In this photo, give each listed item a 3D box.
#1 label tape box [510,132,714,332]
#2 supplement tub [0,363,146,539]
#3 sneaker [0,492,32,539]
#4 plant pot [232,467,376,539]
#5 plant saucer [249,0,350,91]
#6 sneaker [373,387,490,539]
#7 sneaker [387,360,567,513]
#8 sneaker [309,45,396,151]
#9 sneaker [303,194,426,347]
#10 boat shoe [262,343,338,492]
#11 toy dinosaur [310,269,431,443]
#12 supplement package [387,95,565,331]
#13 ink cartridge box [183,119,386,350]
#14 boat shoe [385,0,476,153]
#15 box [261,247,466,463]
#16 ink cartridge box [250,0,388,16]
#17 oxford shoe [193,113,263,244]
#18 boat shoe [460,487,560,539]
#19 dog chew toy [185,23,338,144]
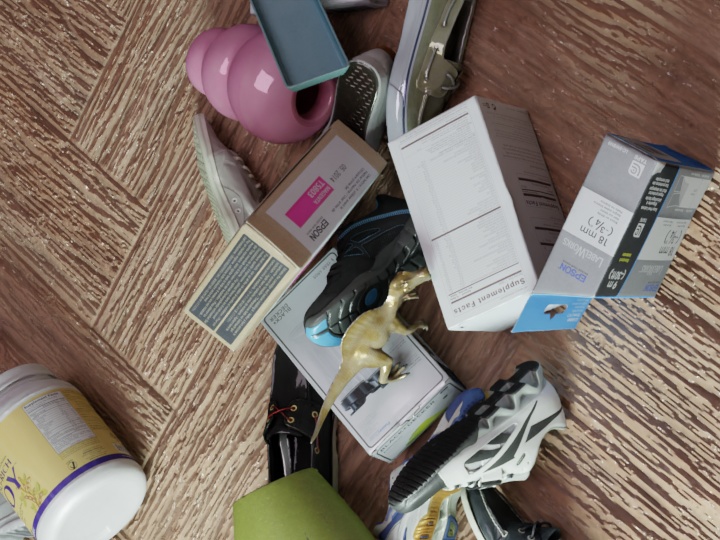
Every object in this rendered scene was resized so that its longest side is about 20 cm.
[{"bbox_3d":[0.235,-0.018,1.423,0.063,0.144,0.201,31,106,29],"label":"label tape box"},{"bbox_3d":[-0.362,0.221,1.824,0.200,0.145,0.146,45,112,27],"label":"supplement tub"},{"bbox_3d":[-0.453,0.302,1.940,0.199,0.075,0.082,-19,63,26],"label":"sneaker"},{"bbox_3d":[-0.048,0.310,1.566,0.187,0.187,0.201,-30,77,30],"label":"plant pot"},{"bbox_3d":[-0.071,-0.262,1.616,0.070,0.019,0.201,-20,51,-3],"label":"plant saucer"},{"bbox_3d":[0.068,0.204,1.572,0.088,0.075,0.201,28,96,49],"label":"sneaker"},{"bbox_3d":[0.119,0.182,1.488,0.200,0.074,0.089,-38,105,-11],"label":"sneaker"},{"bbox_3d":[-0.001,-0.148,1.647,0.073,0.085,0.201,31,127,10],"label":"sneaker"},{"bbox_3d":[0.000,0.000,1.573,0.082,0.200,0.073,28,145,26],"label":"sneaker"},{"bbox_3d":[-0.068,0.168,1.674,0.073,0.063,0.203,-10,81,36],"label":"boat shoe"},{"bbox_3d":[0.007,0.076,1.520,0.058,0.101,0.201,37,98,31],"label":"toy dinosaur"},{"bbox_3d":[0.125,-0.052,1.519,0.113,0.109,0.201,-25,74,31],"label":"supplement package"},{"bbox_3d":[-0.076,-0.036,1.577,0.075,0.200,0.165,40,136,-1],"label":"ink cartridge box"},{"bbox_3d":[0.073,-0.208,1.587,0.062,0.072,0.201,10,92,27],"label":"boat shoe"},{"bbox_3d":[0.001,0.088,1.611,0.117,0.060,0.200,-45,63,4],"label":"box"},{"bbox_3d":[-0.045,-0.381,1.688,0.159,0.047,0.201,0,90,35],"label":"ink cartridge box"},{"bbox_3d":[-0.143,-0.094,1.743,0.057,0.075,0.201,-20,63,-10],"label":"oxford shoe"},{"bbox_3d":[0.172,0.277,1.496,0.066,0.074,0.200,-39,68,24],"label":"boat shoe"},{"bbox_3d":[-0.117,-0.213,1.692,0.200,0.124,0.125,24,101,41],"label":"dog chew toy"}]
